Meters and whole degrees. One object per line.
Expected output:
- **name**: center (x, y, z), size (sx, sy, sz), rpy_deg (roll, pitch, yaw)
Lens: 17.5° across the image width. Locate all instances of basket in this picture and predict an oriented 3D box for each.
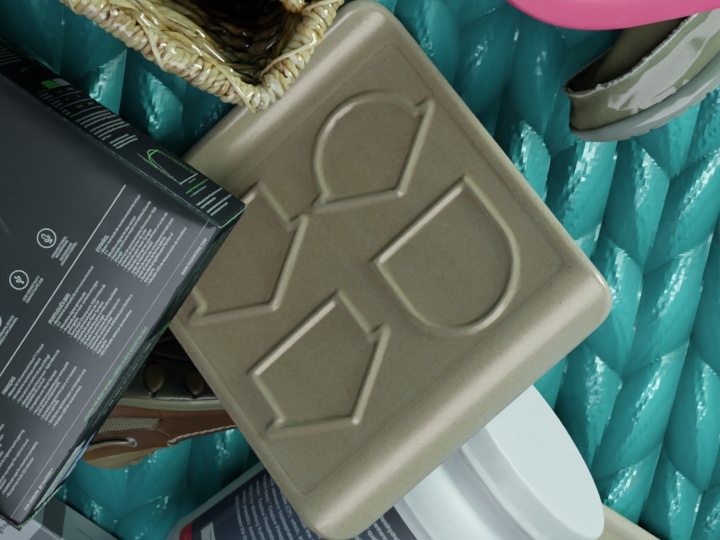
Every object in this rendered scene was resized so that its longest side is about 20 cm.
- **basket**: center (-0.082, -0.191, 1.018), size (0.200, 0.149, 0.143), rpy_deg (33, 112, -16)

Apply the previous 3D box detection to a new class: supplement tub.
- **supplement tub**: center (0.010, 0.139, 1.200), size (0.200, 0.140, 0.140), rpy_deg (-37, 113, 17)

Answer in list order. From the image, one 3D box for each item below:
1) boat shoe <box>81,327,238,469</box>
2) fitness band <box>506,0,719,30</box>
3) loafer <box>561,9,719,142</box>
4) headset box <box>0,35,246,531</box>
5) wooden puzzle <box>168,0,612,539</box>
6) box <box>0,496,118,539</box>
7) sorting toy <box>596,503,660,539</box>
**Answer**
- **boat shoe**: center (-0.127, 0.062, 1.199), size (0.199, 0.076, 0.074), rpy_deg (0, 135, 4)
- **fitness band**: center (0.134, -0.180, 1.011), size (0.199, 0.037, 0.144), rpy_deg (-13, 121, -9)
- **loafer**: center (0.165, -0.142, 1.101), size (0.200, 0.075, 0.070), rpy_deg (-43, 106, 9)
- **headset box**: center (-0.186, -0.012, 1.097), size (0.200, 0.093, 0.174), rpy_deg (34, 99, 0)
- **wooden puzzle**: center (0.000, 0.000, 1.132), size (0.185, 0.046, 0.200), rpy_deg (-42, 71, 13)
- **box**: center (-0.179, 0.207, 1.287), size (0.200, 0.041, 0.156), rpy_deg (37, 111, -20)
- **sorting toy**: center (0.106, 0.216, 1.302), size (0.200, 0.037, 0.185), rpy_deg (35, 112, -18)
